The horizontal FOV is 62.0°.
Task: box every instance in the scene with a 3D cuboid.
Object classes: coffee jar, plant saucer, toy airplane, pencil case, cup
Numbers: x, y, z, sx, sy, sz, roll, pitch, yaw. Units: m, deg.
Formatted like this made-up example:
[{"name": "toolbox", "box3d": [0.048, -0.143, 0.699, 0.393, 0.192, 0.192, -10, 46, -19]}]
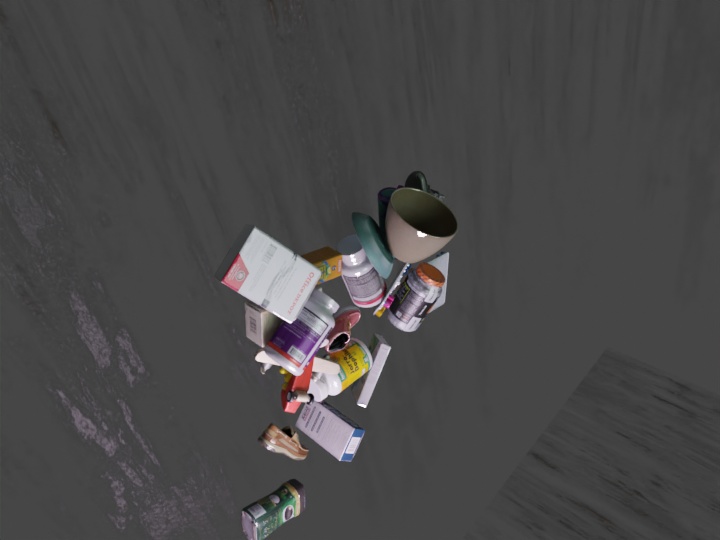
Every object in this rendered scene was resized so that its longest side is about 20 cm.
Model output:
[{"name": "coffee jar", "box3d": [-0.252, 0.705, 1.769, 0.199, 0.085, 0.105, -19, 120, -42]}, {"name": "plant saucer", "box3d": [0.041, -0.076, 1.624, 0.036, 0.201, 0.200, -26, 142, 13]}, {"name": "toy airplane", "box3d": [-0.166, 0.246, 1.586, 0.199, 0.141, 0.201, -37, 112, -26]}, {"name": "pencil case", "box3d": [0.099, -0.138, 1.735, 0.092, 0.085, 0.202, -32, 131, -34]}, {"name": "cup", "box3d": [0.145, -0.106, 1.622, 0.199, 0.200, 0.144, -19, 147, -43]}]

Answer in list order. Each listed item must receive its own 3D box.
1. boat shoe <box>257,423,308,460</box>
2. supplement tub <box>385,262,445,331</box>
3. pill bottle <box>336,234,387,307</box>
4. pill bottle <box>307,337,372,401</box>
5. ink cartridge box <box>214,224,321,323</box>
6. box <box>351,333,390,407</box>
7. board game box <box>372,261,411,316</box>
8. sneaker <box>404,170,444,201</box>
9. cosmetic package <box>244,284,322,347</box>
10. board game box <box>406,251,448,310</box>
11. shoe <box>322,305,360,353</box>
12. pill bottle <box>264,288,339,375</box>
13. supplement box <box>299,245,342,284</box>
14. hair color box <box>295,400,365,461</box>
[{"name": "boat shoe", "box3d": [-0.208, 0.488, 1.717, 0.074, 0.075, 0.200, -61, 143, -10]}, {"name": "supplement tub", "box3d": [0.173, 0.081, 1.861, 0.122, 0.123, 0.201, -5, 135, -48]}, {"name": "pill bottle", "box3d": [0.000, 0.000, 1.670, 0.111, 0.110, 0.201, -45, 138, -23]}, {"name": "pill bottle", "box3d": [-0.069, 0.291, 1.743, 0.199, 0.112, 0.114, -31, 131, -35]}, {"name": "ink cartridge box", "box3d": [-0.212, 0.008, 1.389, 0.199, 0.083, 0.146, 34, 81, -26]}, {"name": "box", "box3d": [0.030, 0.305, 1.854, 0.036, 0.144, 0.202, 23, 93, -11]}, {"name": "board game box", "box3d": [0.110, 0.039, 1.790, 0.201, 0.026, 0.200, -57, 179, -14]}, {"name": "sneaker", "box3d": [0.194, -0.235, 1.806, 0.114, 0.076, 0.201, -46, 141, -26]}, {"name": "cosmetic package", "box3d": [-0.194, 0.105, 1.531, 0.199, 0.073, 0.105, -23, 125, -40]}, {"name": "board game box", "box3d": [0.221, 0.055, 2.017, 0.199, 0.026, 0.202, -26, 127, -40]}, {"name": "shoe", "box3d": [-0.052, 0.171, 1.716, 0.199, 0.091, 0.072, -26, 128, -39]}, {"name": "pill bottle", "box3d": [-0.139, 0.148, 1.469, 0.201, 0.112, 0.113, -55, 141, -12]}, {"name": "supplement box", "box3d": [-0.137, 0.000, 1.547, 0.199, 0.068, 0.067, -24, 127, -42]}, {"name": "hair color box", "box3d": [-0.090, 0.455, 1.734, 0.060, 0.199, 0.101, 27, 89, -51]}]
